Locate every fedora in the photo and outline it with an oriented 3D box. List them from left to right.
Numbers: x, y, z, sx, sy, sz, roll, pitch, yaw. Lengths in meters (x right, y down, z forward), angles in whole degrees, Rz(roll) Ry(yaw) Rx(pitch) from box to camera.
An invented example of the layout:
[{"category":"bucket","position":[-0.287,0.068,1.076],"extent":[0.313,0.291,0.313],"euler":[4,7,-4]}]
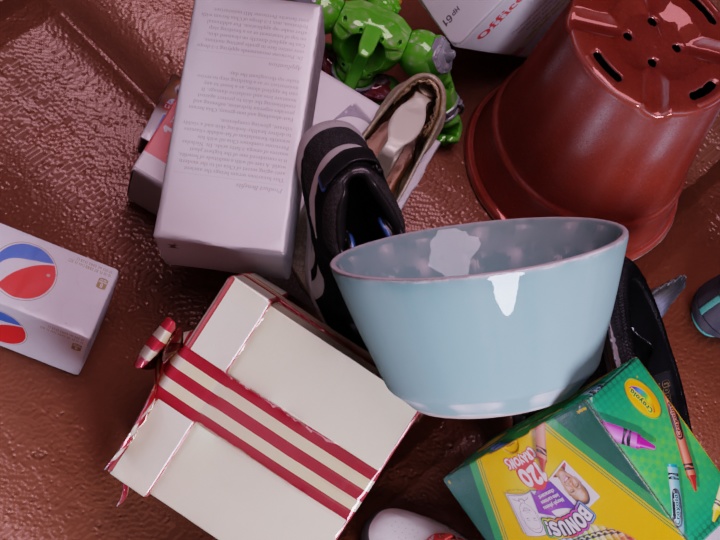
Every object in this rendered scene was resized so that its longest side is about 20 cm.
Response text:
[{"category":"fedora","position":[0.174,0.092,1.498],"extent":[0.091,0.201,0.202],"euler":[-15,58,17]}]

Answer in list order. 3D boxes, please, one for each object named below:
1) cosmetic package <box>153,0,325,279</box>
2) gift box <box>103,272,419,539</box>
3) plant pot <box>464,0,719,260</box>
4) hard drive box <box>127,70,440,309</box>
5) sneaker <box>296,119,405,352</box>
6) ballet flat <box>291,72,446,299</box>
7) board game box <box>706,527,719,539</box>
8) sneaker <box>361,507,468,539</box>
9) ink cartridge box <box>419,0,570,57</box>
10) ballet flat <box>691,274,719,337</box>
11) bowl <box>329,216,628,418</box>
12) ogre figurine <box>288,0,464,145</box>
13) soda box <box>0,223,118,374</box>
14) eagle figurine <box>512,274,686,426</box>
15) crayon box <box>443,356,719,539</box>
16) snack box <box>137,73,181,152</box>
[{"category":"cosmetic package","position":[-0.089,-0.103,1.584],"extent":[0.101,0.071,0.201],"euler":[8,74,4]},{"category":"gift box","position":[-0.080,0.117,1.487],"extent":[0.186,0.185,0.200],"euler":[34,87,2]},{"category":"plant pot","position":[0.211,-0.139,1.748],"extent":[0.200,0.195,0.202],"euler":[8,57,-13]},{"category":"hard drive box","position":[-0.062,-0.080,1.668],"extent":[0.199,0.077,0.156],"euler":[30,73,-1]},{"category":"sneaker","position":[0.000,0.000,1.524],"extent":[0.073,0.201,0.112],"euler":[-18,29,-6]},{"category":"ballet flat","position":[0.005,-0.071,1.604],"extent":[0.067,0.062,0.201],"euler":[29,74,-2]},{"category":"board game box","position":[0.326,0.311,1.615],"extent":[0.199,0.026,0.201],"euler":[27,56,-1]},{"category":"sneaker","position":[0.097,0.228,1.541],"extent":[0.201,0.108,0.067],"euler":[40,56,8]},{"category":"ink cartridge box","position":[0.151,-0.259,1.782],"extent":[0.085,0.145,0.200],"euler":[54,25,17]},{"category":"ballet flat","position":[0.374,0.006,1.790],"extent":[0.199,0.073,0.073],"euler":[-18,67,-27]},{"category":"bowl","position":[0.084,0.033,1.388],"extent":[0.200,0.201,0.106],"euler":[-13,102,-24]},{"category":"ogre figurine","position":[0.003,-0.177,1.750],"extent":[0.200,0.120,0.098],"euler":[39,57,7]},{"category":"soda box","position":[-0.290,0.004,1.581],"extent":[0.199,0.064,0.068],"euler":[22,56,-3]},{"category":"eagle figurine","position":[0.161,0.081,1.646],"extent":[0.151,0.151,0.201],"euler":[16,67,4]},{"category":"crayon box","position":[0.152,0.149,1.408],"extent":[0.058,0.200,0.119],"euler":[-35,88,-33]},{"category":"snack box","position":[-0.080,-0.090,1.727],"extent":[0.199,0.024,0.072],"euler":[25,60,-3]}]
